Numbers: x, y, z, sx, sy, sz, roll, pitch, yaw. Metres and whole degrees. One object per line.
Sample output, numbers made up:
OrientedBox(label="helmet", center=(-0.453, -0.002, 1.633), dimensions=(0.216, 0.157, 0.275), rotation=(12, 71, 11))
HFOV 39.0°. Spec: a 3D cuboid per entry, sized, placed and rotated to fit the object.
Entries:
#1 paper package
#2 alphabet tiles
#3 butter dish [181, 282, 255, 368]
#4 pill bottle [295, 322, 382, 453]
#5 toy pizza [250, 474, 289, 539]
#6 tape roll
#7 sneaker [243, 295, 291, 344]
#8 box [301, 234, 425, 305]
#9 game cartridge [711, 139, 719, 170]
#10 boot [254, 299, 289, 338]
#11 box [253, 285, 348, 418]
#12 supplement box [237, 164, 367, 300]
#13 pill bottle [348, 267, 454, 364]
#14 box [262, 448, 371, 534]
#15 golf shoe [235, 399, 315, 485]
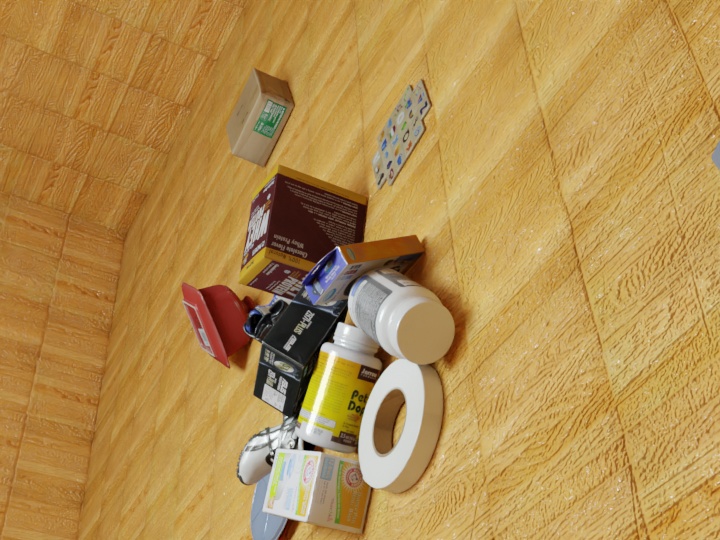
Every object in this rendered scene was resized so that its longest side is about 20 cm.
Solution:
OrientedBox(label="paper package", center=(-0.272, -0.411, 2.728), dimensions=(0.201, 0.103, 0.191), rotation=(-60, 26, 24))
OrientedBox(label="alphabet tiles", center=(0.075, -0.258, 1.929), dimensions=(0.201, 0.006, 0.167), rotation=(-57, 26, 30))
OrientedBox(label="butter dish", center=(-0.317, 0.106, 2.393), dimensions=(0.200, 0.147, 0.201), rotation=(13, 125, 66))
OrientedBox(label="pill bottle", center=(-0.030, 0.193, 1.685), dimensions=(0.109, 0.108, 0.202), rotation=(9, 81, 67))
OrientedBox(label="toy pizza", center=(-0.153, 0.420, 1.896), dimensions=(0.200, 0.031, 0.202), rotation=(-51, 29, 42))
OrientedBox(label="tape roll", center=(0.058, 0.235, 1.543), dimensions=(0.203, 0.037, 0.204), rotation=(-48, 32, 43))
OrientedBox(label="sneaker", center=(-0.181, 0.092, 2.106), dimensions=(0.081, 0.114, 0.200), rotation=(-56, 25, 29))
OrientedBox(label="box", center=(0.000, 0.000, 1.664), dimensions=(0.042, 0.199, 0.119), rotation=(59, 135, 20))
OrientedBox(label="game cartridge", center=(0.423, -0.125, 0.979), dimensions=(0.200, 0.040, 0.134), rotation=(-127, 55, -64))
OrientedBox(label="boot", center=(-0.151, 0.141, 1.977), dimensions=(0.201, 0.131, 0.070), rotation=(-59, 26, 27))
OrientedBox(label="box", center=(-0.104, 0.137, 1.782), dimensions=(0.164, 0.086, 0.201), rotation=(-55, -10, -34))
OrientedBox(label="supplement box", center=(-0.110, -0.060, 1.954), dimensions=(0.133, 0.196, 0.202), rotation=(-37, 40, 54))
OrientedBox(label="pill bottle", center=(0.063, 0.070, 1.560), dimensions=(0.115, 0.113, 0.200), rotation=(-69, 22, 5))
OrientedBox(label="box", center=(-0.070, 0.358, 1.659), dimensions=(0.200, 0.101, 0.114), rotation=(-16, 59, 64))
OrientedBox(label="golf shoe", center=(-0.139, 0.318, 1.820), dimensions=(0.200, 0.078, 0.094), rotation=(-46, 36, -2))
